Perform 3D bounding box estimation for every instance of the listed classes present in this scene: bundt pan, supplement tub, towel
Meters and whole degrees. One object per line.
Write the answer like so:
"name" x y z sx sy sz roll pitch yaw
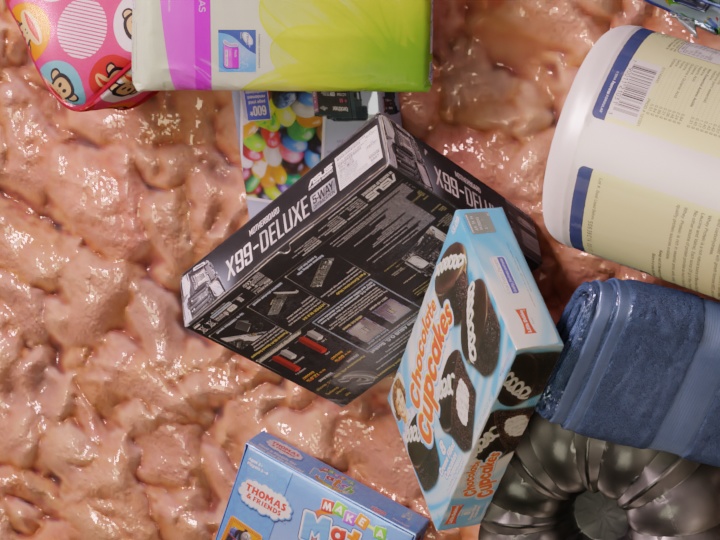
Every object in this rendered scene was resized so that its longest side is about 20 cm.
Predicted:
"bundt pan" 0.165 0.171 1.126 0.200 0.076 0.204 6 105 22
"supplement tub" 0.226 -0.056 1.001 0.199 0.145 0.146 20 111 19
"towel" 0.216 0.067 1.038 0.198 0.049 0.112 14 121 -11

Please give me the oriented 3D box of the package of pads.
"package of pads" -0.050 -0.198 1.062 0.198 0.068 0.156 0 111 -6

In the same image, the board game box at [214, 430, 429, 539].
"board game box" -0.048 0.246 1.264 0.151 0.037 0.201 26 113 16

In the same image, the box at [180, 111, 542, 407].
"box" 0.000 0.000 1.120 0.200 0.157 0.050 -38 42 28

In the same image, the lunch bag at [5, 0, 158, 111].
"lunch bag" -0.176 -0.231 1.163 0.176 0.082 0.201 -33 78 30

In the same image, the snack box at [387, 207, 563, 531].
"snack box" 0.071 0.068 1.084 0.201 0.037 0.117 107 151 -46

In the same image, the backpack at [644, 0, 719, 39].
"backpack" 0.199 -0.231 0.980 0.199 0.153 0.164 30 106 30

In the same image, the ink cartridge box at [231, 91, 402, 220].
"ink cartridge box" -0.028 -0.084 1.171 0.118 0.042 0.202 -2 104 25
